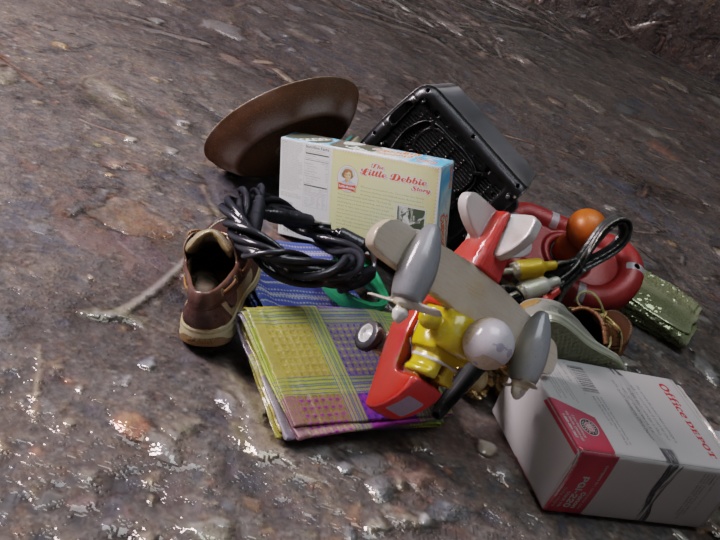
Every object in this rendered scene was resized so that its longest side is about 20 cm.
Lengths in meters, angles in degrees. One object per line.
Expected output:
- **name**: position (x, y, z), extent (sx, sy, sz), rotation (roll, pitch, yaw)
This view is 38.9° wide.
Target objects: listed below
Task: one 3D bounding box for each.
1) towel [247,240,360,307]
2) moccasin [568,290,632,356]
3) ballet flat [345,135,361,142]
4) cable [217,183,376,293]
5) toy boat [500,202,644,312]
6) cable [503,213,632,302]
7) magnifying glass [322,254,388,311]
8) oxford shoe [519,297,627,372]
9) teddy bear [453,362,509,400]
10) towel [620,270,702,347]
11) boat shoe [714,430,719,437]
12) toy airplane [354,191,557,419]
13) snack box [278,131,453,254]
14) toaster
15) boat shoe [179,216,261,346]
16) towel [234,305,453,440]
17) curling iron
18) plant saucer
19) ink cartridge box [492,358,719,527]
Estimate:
- **towel**: position (-0.057, 0.023, 1.074), extent (0.144, 0.024, 0.200), rotation (6, 33, -34)
- **moccasin**: position (0.264, 0.073, 1.195), extent (0.201, 0.078, 0.074), rotation (-5, 40, -45)
- **ballet flat**: position (-0.030, -0.116, 1.304), extent (0.069, 0.070, 0.200), rotation (30, 32, 9)
- **cable**: position (-0.065, -0.036, 1.021), extent (0.163, 0.051, 0.200), rotation (38, 18, 13)
- **toy boat**: position (0.271, -0.028, 1.293), extent (0.199, 0.131, 0.131), rotation (21, 53, -6)
- **cable**: position (0.250, 0.006, 1.208), extent (0.199, 0.098, 0.050), rotation (-22, 22, -15)
- **magnifying glass**: position (0.000, 0.000, 1.145), extent (0.079, 0.022, 0.200), rotation (30, 23, -3)
- **oxford shoe**: position (0.224, 0.090, 1.075), extent (0.200, 0.075, 0.058), rotation (41, 17, -36)
- **teddy bear**: position (0.118, 0.069, 1.112), extent (0.144, 0.067, 0.200), rotation (-8, 48, -33)
- **towel**: position (0.380, 0.027, 1.420), extent (0.200, 0.037, 0.148), rotation (31, 27, 11)
- **boat shoe**: position (0.428, 0.219, 1.100), extent (0.199, 0.074, 0.065), rotation (3, 38, -18)
- **toy airplane**: position (0.098, 0.034, 0.902), extent (0.199, 0.200, 0.141), rotation (-13, 28, -21)
- **snack box**: position (0.002, -0.080, 1.136), extent (0.199, 0.117, 0.037), rotation (14, 23, 24)
- **toaster**: position (0.081, -0.112, 1.213), extent (0.200, 0.181, 0.119), rotation (48, 23, 4)
- **boat shoe**: position (-0.139, -0.009, 0.991), extent (0.072, 0.072, 0.200), rotation (2, 32, 3)
- **towel**: position (-0.017, 0.093, 0.958), extent (0.199, 0.023, 0.144), rotation (1, 49, -39)
- **curling iron**: position (0.116, 0.081, 1.024), extent (0.050, 0.025, 0.200), rotation (57, 47, -19)
- **plant saucer**: position (-0.088, -0.161, 1.218), extent (0.200, 0.200, 0.037), rotation (-8, 69, -47)
- **ink cartridge box**: position (0.252, 0.168, 1.012), extent (0.199, 0.085, 0.146), rotation (10, 31, -23)
